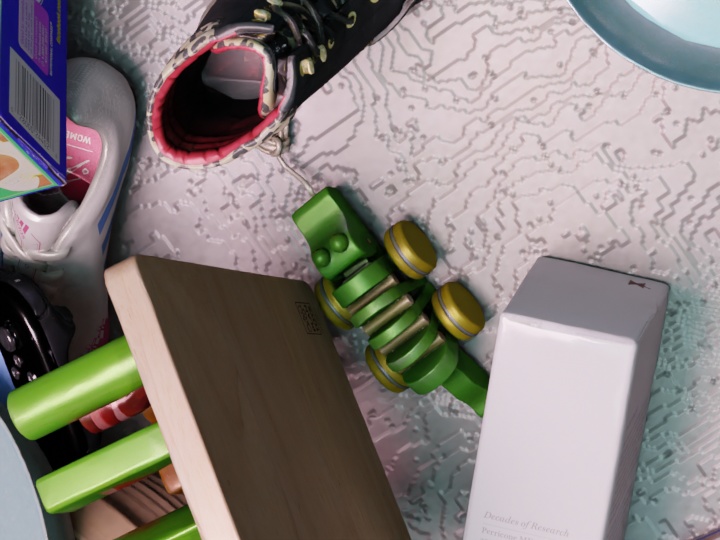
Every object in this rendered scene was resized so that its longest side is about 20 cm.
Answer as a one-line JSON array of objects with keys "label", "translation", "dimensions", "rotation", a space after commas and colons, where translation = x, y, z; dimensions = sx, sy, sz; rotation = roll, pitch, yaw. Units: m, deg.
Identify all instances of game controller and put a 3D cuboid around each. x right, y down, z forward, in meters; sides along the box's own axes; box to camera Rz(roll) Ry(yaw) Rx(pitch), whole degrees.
[{"label": "game controller", "translation": [-0.194, 0.043, 1.477], "dimensions": [0.200, 0.042, 0.105], "rotation": [12, 117, 57]}]

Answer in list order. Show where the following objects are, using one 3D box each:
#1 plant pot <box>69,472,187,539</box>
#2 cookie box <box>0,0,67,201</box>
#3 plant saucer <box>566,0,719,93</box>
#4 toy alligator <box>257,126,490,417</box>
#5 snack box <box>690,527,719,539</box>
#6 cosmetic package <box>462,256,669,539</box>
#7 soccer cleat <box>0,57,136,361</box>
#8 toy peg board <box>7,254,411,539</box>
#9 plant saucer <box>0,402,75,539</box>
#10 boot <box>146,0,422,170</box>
[{"label": "plant pot", "translation": [-0.080, 0.170, 1.494], "dimensions": [0.093, 0.201, 0.201], "rotation": [-39, 96, -19]}, {"label": "cookie box", "translation": [-0.248, -0.103, 1.434], "dimensions": [0.200, 0.172, 0.075], "rotation": [-15, 147, 18]}, {"label": "plant saucer", "translation": [0.180, -0.183, 1.376], "dimensions": [0.200, 0.027, 0.201], "rotation": [4, 108, 13]}, {"label": "toy alligator", "translation": [0.000, 0.000, 1.463], "dimensions": [0.059, 0.054, 0.200], "rotation": [-37, 95, 21]}, {"label": "snack box", "translation": [0.235, 0.216, 1.487], "dimensions": [0.072, 0.024, 0.200], "rotation": [-26, 99, 19]}, {"label": "cosmetic package", "translation": [0.096, 0.106, 1.447], "dimensions": [0.071, 0.101, 0.201], "rotation": [13, 109, 11]}, {"label": "soccer cleat", "translation": [-0.162, -0.011, 1.485], "dimensions": [0.070, 0.086, 0.201], "rotation": [14, 110, 10]}, {"label": "toy peg board", "translation": [-0.068, 0.109, 1.374], "dimensions": [0.098, 0.199, 0.200], "rotation": [-25, 77, 19]}, {"label": "plant saucer", "translation": [-0.195, 0.143, 1.455], "dimensions": [0.200, 0.036, 0.201], "rotation": [11, 104, 50]}, {"label": "boot", "translation": [-0.010, -0.130, 1.370], "dimensions": [0.203, 0.154, 0.074], "rotation": [-36, 101, 23]}]
